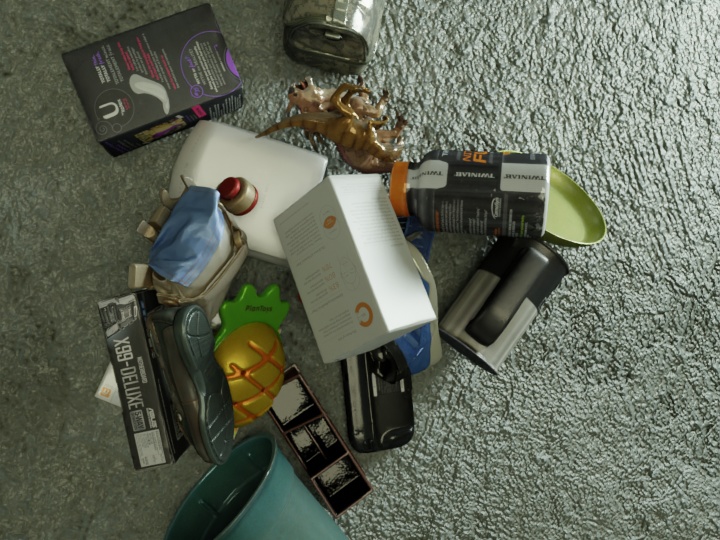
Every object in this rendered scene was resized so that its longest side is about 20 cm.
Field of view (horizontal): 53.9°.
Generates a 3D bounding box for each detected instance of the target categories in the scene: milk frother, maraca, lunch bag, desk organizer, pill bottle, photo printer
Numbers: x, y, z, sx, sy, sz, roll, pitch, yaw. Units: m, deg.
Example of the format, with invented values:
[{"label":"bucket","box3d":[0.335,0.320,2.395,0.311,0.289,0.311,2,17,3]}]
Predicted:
[{"label":"milk frother","box3d":[0.165,0.010,1.017,0.199,0.181,0.189,34,82,24]},{"label":"maraca","box3d":[-0.151,0.112,0.909,0.137,0.106,0.202,1,108,-53]},{"label":"lunch bag","box3d":[-0.025,-0.388,0.955,0.138,0.168,0.202,12,88,-11]},{"label":"desk organizer","box3d":[-0.065,0.239,0.996,0.071,0.077,0.201,-33,96,-9]},{"label":"pill bottle","box3d":[0.138,-0.100,0.908,0.198,0.106,0.107,4,89,11]},{"label":"photo printer","box3d":[-0.160,-0.109,0.979,0.198,0.069,0.168,17,87,-11]}]

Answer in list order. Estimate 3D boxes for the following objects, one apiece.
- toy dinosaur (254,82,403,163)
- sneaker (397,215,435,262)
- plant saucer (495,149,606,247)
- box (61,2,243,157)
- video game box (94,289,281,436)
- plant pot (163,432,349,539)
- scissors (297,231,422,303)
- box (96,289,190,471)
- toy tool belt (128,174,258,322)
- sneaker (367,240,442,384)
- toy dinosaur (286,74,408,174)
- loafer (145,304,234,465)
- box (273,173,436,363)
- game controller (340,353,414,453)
[{"label":"toy dinosaur","box3d":[-0.030,-0.193,0.929,0.198,0.060,0.107,15,107,-11]},{"label":"sneaker","box3d":[0.068,-0.045,1.031,0.070,0.078,0.201,19,108,-13]},{"label":"plant saucer","box3d":[0.264,-0.099,1.028,0.198,0.201,0.031,22,128,-11]},{"label":"box","box3d":[-0.268,-0.249,0.938,0.198,0.106,0.123,-23,93,-10]},{"label":"video game box","box3d":[-0.235,0.124,0.979,0.198,0.047,0.184,24,88,-10]},{"label":"plant pot","box3d":[-0.122,0.359,0.937,0.200,0.200,0.196,-43,106,-8]},{"label":"scissors","box3d":[0.000,0.000,1.002,0.198,0.014,0.074,-13,93,12]},{"label":"box","box3d":[-0.252,0.124,0.871,0.049,0.158,0.202,-12,92,1]},{"label":"toy tool belt","box3d":[-0.197,-0.047,0.842,0.123,0.124,0.202,46,57,-51]},{"label":"sneaker","box3d":[0.044,0.064,0.969,0.111,0.077,0.202,-26,122,-26]},{"label":"toy dinosaur","box3d":[-0.012,-0.193,1.002,0.135,0.086,0.201,-36,100,-9]},{"label":"loafer","box3d":[-0.196,0.133,0.821,0.062,0.072,0.202,-1,111,18]},{"label":"box","box3d":[-0.010,-0.003,0.891,0.097,0.124,0.202,-9,75,-46]},{"label":"game controller","box3d":[0.026,0.165,1.039,0.103,0.042,0.202,-6,92,-26]}]
